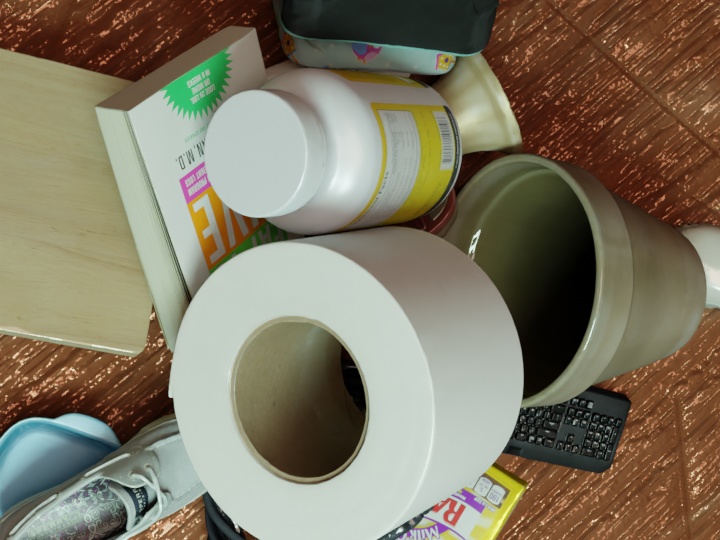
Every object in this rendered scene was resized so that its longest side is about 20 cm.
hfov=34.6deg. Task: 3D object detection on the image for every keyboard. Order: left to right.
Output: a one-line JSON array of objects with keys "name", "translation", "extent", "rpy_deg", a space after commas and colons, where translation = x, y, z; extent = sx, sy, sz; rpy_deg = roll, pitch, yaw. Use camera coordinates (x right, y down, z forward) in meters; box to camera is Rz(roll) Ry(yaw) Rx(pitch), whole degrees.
[{"name": "keyboard", "translation": [0.152, 0.115, 1.015], "extent": [0.200, 0.040, 0.104], "rpy_deg": [14, 90, -20]}]

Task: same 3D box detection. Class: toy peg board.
[{"name": "toy peg board", "translation": [-0.250, -0.046, 0.853], "extent": [0.200, 0.098, 0.200], "rpy_deg": [12, 75, -19]}]

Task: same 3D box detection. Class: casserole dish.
[{"name": "casserole dish", "translation": [-0.248, 0.203, 0.889], "extent": [0.121, 0.039, 0.200], "rpy_deg": [24, 86, -18]}]

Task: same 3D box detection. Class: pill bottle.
[{"name": "pill bottle", "translation": [-0.017, -0.083, 0.807], "extent": [0.200, 0.112, 0.112], "rpy_deg": [-11, 100, -59]}]

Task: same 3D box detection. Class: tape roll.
[{"name": "tape roll", "translation": [-0.007, 0.074, 0.782], "extent": [0.139, 0.202, 0.203], "rpy_deg": [-11, 100, -58]}]

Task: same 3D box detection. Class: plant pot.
[{"name": "plant pot", "translation": [0.185, 0.012, 0.954], "extent": [0.173, 0.200, 0.201], "rpy_deg": [3, 93, -35]}]

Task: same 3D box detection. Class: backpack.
[{"name": "backpack", "translation": [0.010, -0.250, 0.872], "extent": [0.175, 0.153, 0.200], "rpy_deg": [-1, 58, -17]}]

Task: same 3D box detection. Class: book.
[{"name": "book", "translation": [-0.104, -0.054, 0.823], "extent": [0.134, 0.048, 0.200], "rpy_deg": [-43, 133, -39]}]

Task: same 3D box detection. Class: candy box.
[{"name": "candy box", "translation": [0.022, 0.161, 0.924], "extent": [0.200, 0.026, 0.102], "rpy_deg": [30, 98, 13]}]

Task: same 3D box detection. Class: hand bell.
[{"name": "hand bell", "translation": [0.020, -0.096, 0.941], "extent": [0.200, 0.104, 0.104], "rpy_deg": [-27, 102, -3]}]

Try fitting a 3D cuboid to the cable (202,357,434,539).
[{"name": "cable", "translation": [-0.049, 0.161, 0.903], "extent": [0.200, 0.051, 0.163], "rpy_deg": [-33, 81, 13]}]

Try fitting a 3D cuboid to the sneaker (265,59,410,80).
[{"name": "sneaker", "translation": [-0.037, -0.141, 0.906], "extent": [0.200, 0.088, 0.075], "rpy_deg": [-25, 100, -15]}]

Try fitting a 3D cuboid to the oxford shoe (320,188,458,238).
[{"name": "oxford shoe", "translation": [0.000, 0.000, 0.941], "extent": [0.200, 0.075, 0.071], "rpy_deg": [-33, 68, 6]}]

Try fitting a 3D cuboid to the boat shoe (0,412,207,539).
[{"name": "boat shoe", "translation": [-0.174, 0.170, 0.854], "extent": [0.200, 0.071, 0.070], "rpy_deg": [-27, 103, -15]}]

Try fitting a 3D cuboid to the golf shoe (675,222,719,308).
[{"name": "golf shoe", "translation": [0.369, 0.016, 1.050], "extent": [0.200, 0.097, 0.078], "rpy_deg": [25, 88, -17]}]
